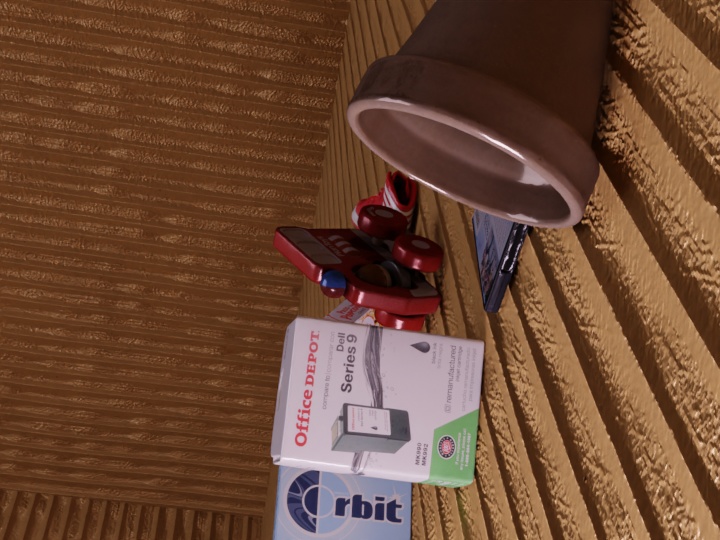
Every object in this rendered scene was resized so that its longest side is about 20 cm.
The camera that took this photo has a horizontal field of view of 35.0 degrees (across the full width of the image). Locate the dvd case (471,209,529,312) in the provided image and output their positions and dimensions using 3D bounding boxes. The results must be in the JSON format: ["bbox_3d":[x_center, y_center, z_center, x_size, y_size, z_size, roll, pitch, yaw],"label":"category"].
[{"bbox_3d":[0.144,-0.079,1.093,0.144,0.017,0.202,-92,12,-48],"label":"dvd case"}]

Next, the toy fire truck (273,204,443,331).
[{"bbox_3d":[0.000,0.000,1.434,0.200,0.166,0.114,43,126,45],"label":"toy fire truck"}]

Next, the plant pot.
[{"bbox_3d":[0.109,-0.154,0.878,0.200,0.198,0.177,146,148,-80],"label":"plant pot"}]

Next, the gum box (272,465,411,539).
[{"bbox_3d":[-0.022,0.297,1.417,0.045,0.167,0.203,109,166,-58],"label":"gum box"}]

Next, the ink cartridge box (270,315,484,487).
[{"bbox_3d":[0.016,0.135,1.161,0.084,0.197,0.148,132,145,-75],"label":"ink cartridge box"}]

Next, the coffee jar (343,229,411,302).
[{"bbox_3d":[0.025,0.036,1.643,0.201,0.084,0.105,105,160,-45],"label":"coffee jar"}]

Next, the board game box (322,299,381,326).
[{"bbox_3d":[-0.008,0.142,1.534,0.151,0.046,0.203,-37,-48,-53],"label":"board game box"}]

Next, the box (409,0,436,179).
[{"bbox_3d":[0.109,-0.194,1.196,0.078,0.093,0.202,-94,12,-56],"label":"box"}]

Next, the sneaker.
[{"bbox_3d":[0.047,-0.101,1.738,0.200,0.077,0.117,-127,52,-62],"label":"sneaker"}]
